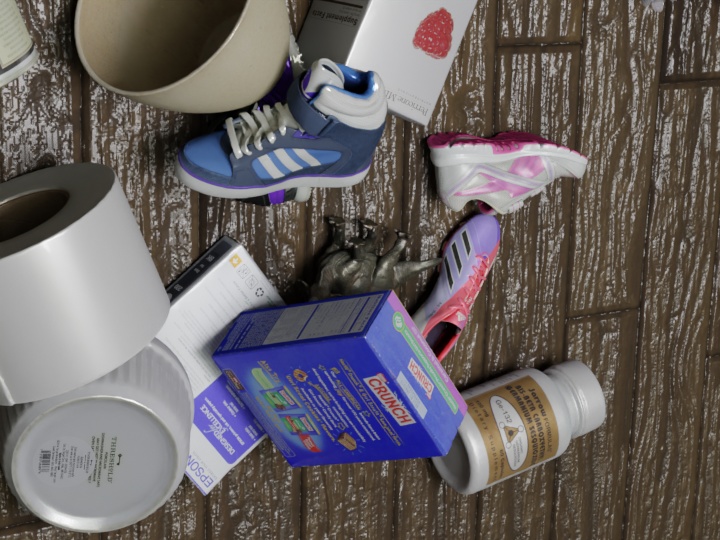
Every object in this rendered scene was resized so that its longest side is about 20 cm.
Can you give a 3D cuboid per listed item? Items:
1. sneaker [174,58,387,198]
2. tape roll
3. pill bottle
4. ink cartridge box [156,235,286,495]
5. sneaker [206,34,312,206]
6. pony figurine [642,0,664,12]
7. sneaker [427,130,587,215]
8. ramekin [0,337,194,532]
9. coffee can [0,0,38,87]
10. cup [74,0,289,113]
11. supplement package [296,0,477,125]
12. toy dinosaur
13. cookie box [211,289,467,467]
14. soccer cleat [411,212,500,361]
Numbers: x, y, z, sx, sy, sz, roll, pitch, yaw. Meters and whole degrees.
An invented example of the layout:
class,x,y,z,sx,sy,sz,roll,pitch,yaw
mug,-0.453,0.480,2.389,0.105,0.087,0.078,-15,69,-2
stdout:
class,x,y,z,sx,sy,sz,roll,pitch,yaw
sneaker,-0.073,-0.146,1.289,0.199,0.081,0.147,-2,139,-13
tape roll,-0.290,0.009,1.248,0.202,0.202,0.140,-30,118,-19
pill bottle,0.186,0.179,1.625,0.199,0.114,0.115,-19,113,-25
ink cartridge box,-0.153,0.101,1.447,0.200,0.043,0.198,-43,121,-15
sneaker,-0.108,-0.158,1.383,0.099,0.070,0.201,-11,107,-18
pony figurine,0.428,-0.376,1.597,0.200,0.166,0.194,35,54,-29
sneaker,0.164,-0.108,1.554,0.199,0.081,0.089,-2,107,-21
ramekin,-0.257,0.160,1.332,0.199,0.105,0.201,-6,120,-10
coffee can,-0.376,-0.248,1.153,0.146,0.146,0.201,-28,117,-20
cup,-0.146,-0.227,1.286,0.201,0.200,0.143,-59,147,-2
supplement package,0.032,-0.268,1.399,0.121,0.120,0.201,19,95,-33
toy dinosaur,0.000,0.000,1.501,0.199,0.077,0.103,-9,126,-44
cookie box,-0.020,0.113,1.382,0.171,0.199,0.075,57,42,-29
soccer cleat,0.109,0.029,1.558,0.067,0.076,0.200,35,86,-33
